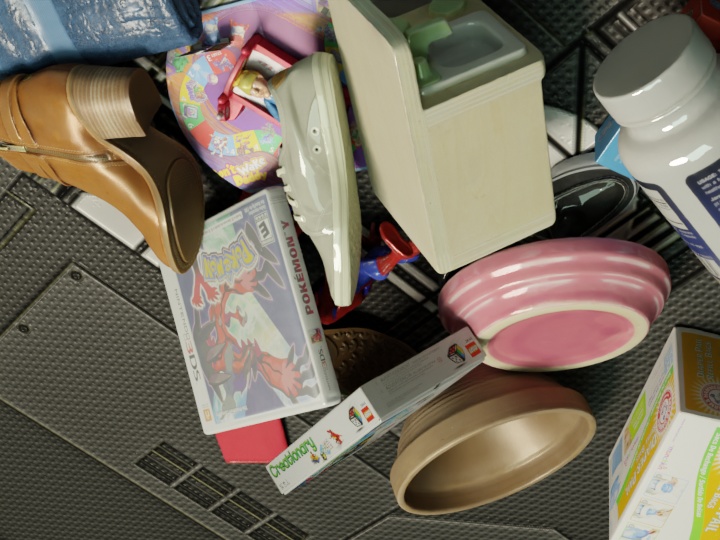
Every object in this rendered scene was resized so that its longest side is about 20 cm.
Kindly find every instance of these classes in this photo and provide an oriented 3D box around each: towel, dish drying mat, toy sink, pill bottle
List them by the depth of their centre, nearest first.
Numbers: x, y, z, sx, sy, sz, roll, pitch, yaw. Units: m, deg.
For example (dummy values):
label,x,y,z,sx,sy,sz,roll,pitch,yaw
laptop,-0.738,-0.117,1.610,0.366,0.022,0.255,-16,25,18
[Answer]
label,x,y,z,sx,sy,sz,roll,pitch,yaw
pill bottle,0.255,-0.083,0.862,0.111,0.111,0.200,-28,121,31
toy sink,0.064,-0.125,0.888,0.112,0.130,0.201,-24,130,-11
towel,-0.228,-0.208,0.945,0.199,0.049,0.112,-7,126,20
dish drying mat,-0.125,0.127,1.249,0.076,0.018,0.201,-1,130,12

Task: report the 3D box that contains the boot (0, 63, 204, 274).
label,x,y,z,sx,sy,sz,roll,pitch,yaw
boot,-0.224,-0.081,1.001,0.154,0.077,0.201,0,136,21

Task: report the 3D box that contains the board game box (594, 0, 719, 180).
label,x,y,z,sx,sy,sz,roll,pitch,yaw
board game box,0.305,-0.108,0.932,0.199,0.040,0.153,23,132,-8

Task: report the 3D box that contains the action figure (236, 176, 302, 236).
label,x,y,z,sx,sy,sz,roll,pitch,yaw
action figure,-0.084,-0.044,1.071,0.065,0.052,0.200,31,128,-9

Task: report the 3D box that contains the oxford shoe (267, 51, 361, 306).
label,x,y,z,sx,sy,sz,roll,pitch,yaw
oxford shoe,-0.033,-0.068,0.932,0.057,0.075,0.201,-7,111,7

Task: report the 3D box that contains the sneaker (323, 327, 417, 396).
label,x,y,z,sx,sy,sz,roll,pitch,yaw
sneaker,-0.043,0.084,1.167,0.199,0.068,0.090,8,178,-23

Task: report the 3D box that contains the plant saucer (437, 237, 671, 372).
label,x,y,z,sx,sy,sz,roll,pitch,yaw
plant saucer,0.167,0.038,1.032,0.199,0.051,0.201,-4,153,-2

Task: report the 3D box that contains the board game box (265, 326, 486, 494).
label,x,y,z,sx,sy,sz,roll,pitch,yaw
board game box,0.010,0.124,1.041,0.035,0.126,0.200,57,143,9

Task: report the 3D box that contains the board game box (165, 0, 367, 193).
label,x,y,z,sx,sy,sz,roll,pitch,yaw
board game box,-0.068,-0.136,0.961,0.199,0.039,0.159,-9,114,21

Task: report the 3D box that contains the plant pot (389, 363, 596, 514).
label,x,y,z,sx,sy,sz,roll,pitch,yaw
plant pot,0.113,0.144,1.137,0.200,0.093,0.201,-16,151,-9

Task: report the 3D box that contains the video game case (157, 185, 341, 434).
label,x,y,z,sx,sy,sz,roll,pitch,yaw
video game case,-0.103,0.041,1.042,0.200,0.023,0.183,-21,84,51

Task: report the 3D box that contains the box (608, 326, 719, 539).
label,x,y,z,sx,sy,sz,roll,pitch,yaw
box,0.310,0.167,1.127,0.101,0.113,0.201,13,131,0

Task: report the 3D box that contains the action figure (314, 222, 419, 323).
label,x,y,z,sx,sy,sz,roll,pitch,yaw
action figure,0.000,0.000,1.059,0.052,0.065,0.200,51,146,4

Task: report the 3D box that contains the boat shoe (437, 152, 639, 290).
label,x,y,z,sx,sy,sz,roll,pitch,yaw
boat shoe,0.145,-0.031,1.017,0.199,0.066,0.070,-23,123,29
